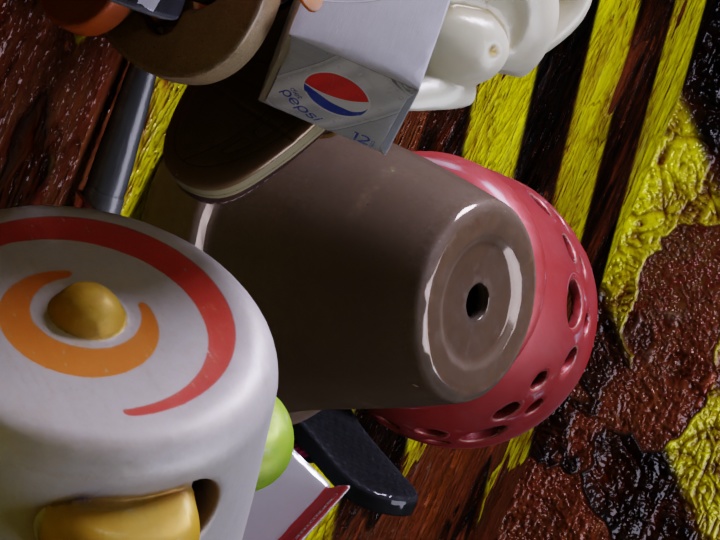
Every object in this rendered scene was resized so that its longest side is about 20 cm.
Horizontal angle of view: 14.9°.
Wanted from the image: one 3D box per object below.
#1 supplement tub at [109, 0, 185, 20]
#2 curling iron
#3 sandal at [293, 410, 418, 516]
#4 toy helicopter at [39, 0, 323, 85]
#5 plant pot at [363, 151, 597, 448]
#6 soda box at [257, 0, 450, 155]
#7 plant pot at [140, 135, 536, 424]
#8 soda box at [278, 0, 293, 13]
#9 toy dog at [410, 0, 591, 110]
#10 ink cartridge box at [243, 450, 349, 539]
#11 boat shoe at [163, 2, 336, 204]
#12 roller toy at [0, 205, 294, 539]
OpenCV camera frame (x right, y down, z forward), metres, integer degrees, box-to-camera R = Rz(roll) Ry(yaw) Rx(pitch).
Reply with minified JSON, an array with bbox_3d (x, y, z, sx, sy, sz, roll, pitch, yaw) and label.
[{"bbox_3d":[-0.073,-0.211,1.162,0.201,0.106,0.107,-69,168,7],"label":"supplement tub"},{"bbox_3d":[-0.137,-0.031,1.425,0.050,0.025,0.201,-106,-149,-75],"label":"curling iron"},{"bbox_3d":[-0.030,0.118,1.845,0.075,0.200,0.045,10,114,-33],"label":"sandal"},{"bbox_3d":[-0.057,-0.182,1.246,0.079,0.132,0.201,23,78,-58],"label":"toy helicopter"},{"bbox_3d":[0.058,0.016,1.933,0.201,0.199,0.182,-65,164,-5],"label":"plant pot"},{"bbox_3d":[0.017,-0.160,1.297,0.064,0.068,0.201,121,-10,-60],"label":"soda box"},{"bbox_3d":[0.000,0.000,1.550,0.200,0.174,0.202,-17,112,-49],"label":"plant pot"},{"bbox_3d":[-0.054,-0.191,1.342,0.063,0.070,0.201,-22,134,-58],"label":"soda box"},{"bbox_3d":[0.067,-0.205,1.574,0.140,0.193,0.201,-116,-146,-56],"label":"toy dog"},{"bbox_3d":[-0.097,0.196,1.727,0.200,0.045,0.176,-47,-179,-10],"label":"ink cartridge box"},{"bbox_3d":[-0.021,-0.092,1.343,0.200,0.072,0.072,-52,153,-31],"label":"boat shoe"},{"bbox_3d":[-0.133,0.065,1.235,0.200,0.181,0.140,-54,164,-52],"label":"roller toy"}]
